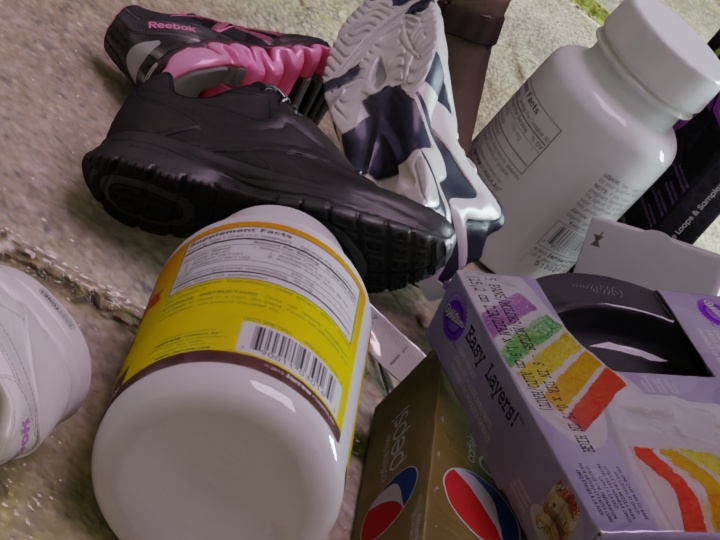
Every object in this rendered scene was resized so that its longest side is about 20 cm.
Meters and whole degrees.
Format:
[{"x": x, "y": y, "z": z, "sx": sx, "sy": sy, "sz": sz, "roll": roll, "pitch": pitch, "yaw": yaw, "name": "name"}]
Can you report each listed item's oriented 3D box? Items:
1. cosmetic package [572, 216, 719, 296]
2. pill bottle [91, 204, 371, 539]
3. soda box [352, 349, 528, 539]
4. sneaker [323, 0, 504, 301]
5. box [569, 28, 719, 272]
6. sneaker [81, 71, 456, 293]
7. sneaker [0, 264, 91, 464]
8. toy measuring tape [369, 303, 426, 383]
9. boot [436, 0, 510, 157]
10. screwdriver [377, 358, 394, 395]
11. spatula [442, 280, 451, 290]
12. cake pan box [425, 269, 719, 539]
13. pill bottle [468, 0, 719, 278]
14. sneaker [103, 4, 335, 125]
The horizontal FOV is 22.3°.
[{"x": 0.229, "y": 0.037, "z": 1.206, "sx": 0.107, "sy": 0.085, "sz": 0.200, "roll": 21, "pitch": 0, "yaw": 41, "name": "cosmetic package"}, {"x": -0.052, "y": 0.046, "z": 0.840, "sx": 0.109, "sy": 0.109, "sz": 0.200, "roll": 37, "pitch": 25, "yaw": -12, "name": "pill bottle"}, {"x": 0.042, "y": 0.119, "z": 0.919, "sx": 0.068, "sy": 0.064, "sz": 0.200, "roll": 37, "pitch": 24, "yaw": -13, "name": "soda box"}, {"x": 0.037, "y": -0.071, "z": 1.144, "sx": 0.130, "sy": 0.079, "sz": 0.200, "roll": 55, "pitch": 23, "yaw": -52, "name": "sneaker"}, {"x": 0.223, "y": -0.067, "z": 1.336, "sx": 0.036, "sy": 0.200, "sz": 0.143, "roll": 29, "pitch": 26, "yaw": -19, "name": "box"}, {"x": -0.042, "y": -0.054, "z": 0.961, "sx": 0.199, "sy": 0.076, "sz": 0.091, "roll": 19, "pitch": 58, "yaw": 2, "name": "sneaker"}, {"x": -0.197, "y": 0.001, "z": 0.736, "sx": 0.200, "sy": 0.075, "sz": 0.100, "roll": 40, "pitch": 23, "yaw": -5, "name": "sneaker"}, {"x": -0.019, "y": -0.008, "z": 1.019, "sx": 0.200, "sy": 0.074, "sz": 0.073, "roll": 45, "pitch": 24, "yaw": 12, "name": "toy measuring tape"}, {"x": 0.059, "y": -0.127, "z": 1.239, "sx": 0.070, "sy": 0.147, "sz": 0.200, "roll": 19, "pitch": 26, "yaw": -15, "name": "boot"}, {"x": 0.000, "y": 0.000, "z": 1.095, "sx": 0.028, "sy": 0.029, "sz": 0.201, "roll": 24, "pitch": 30, "yaw": -35, "name": "screwdriver"}, {"x": 0.144, "y": 0.038, "z": 1.087, "sx": 0.199, "sy": 0.021, "sz": 0.057, "roll": 22, "pitch": -6, "yaw": 4, "name": "spatula"}, {"x": 0.147, "y": 0.080, "z": 0.929, "sx": 0.183, "sy": 0.052, "sz": 0.200, "roll": 8, "pitch": 35, "yaw": -27, "name": "cake pan box"}, {"x": 0.154, "y": -0.091, "z": 1.268, "sx": 0.114, "sy": 0.200, "sz": 0.115, "roll": 34, "pitch": 26, "yaw": -19, "name": "pill bottle"}, {"x": -0.084, "y": -0.131, "z": 1.142, "sx": 0.095, "sy": 0.079, "sz": 0.200, "roll": 40, "pitch": 20, "yaw": 24, "name": "sneaker"}]
